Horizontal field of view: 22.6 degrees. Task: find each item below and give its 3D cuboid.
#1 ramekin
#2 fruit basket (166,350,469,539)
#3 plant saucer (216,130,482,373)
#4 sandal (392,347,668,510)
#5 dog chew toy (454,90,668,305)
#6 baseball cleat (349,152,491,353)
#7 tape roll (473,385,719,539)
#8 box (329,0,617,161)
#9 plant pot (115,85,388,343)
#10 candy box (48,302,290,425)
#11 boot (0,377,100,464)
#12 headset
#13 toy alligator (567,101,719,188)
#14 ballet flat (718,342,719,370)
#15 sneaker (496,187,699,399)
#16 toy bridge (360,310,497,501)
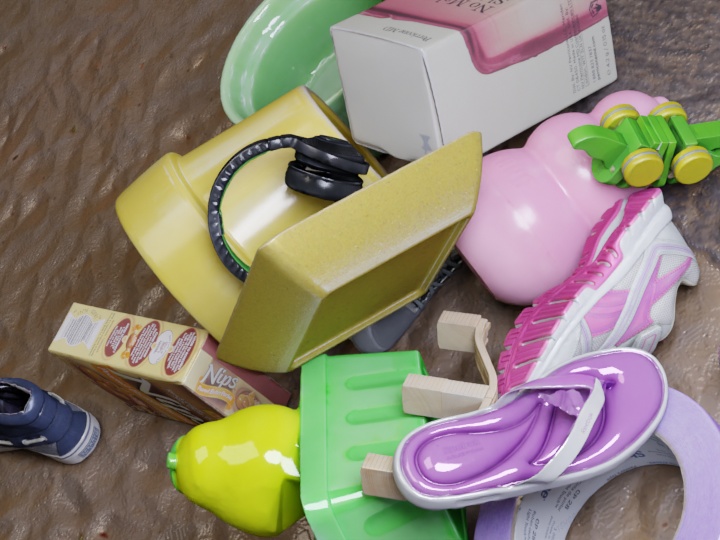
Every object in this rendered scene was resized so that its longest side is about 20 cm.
[{"bbox_3d":[-0.025,-0.186,1.685,0.199,0.098,0.201,-24,45,27],"label":"ramekin"},{"bbox_3d":[-0.032,0.159,1.341,0.214,0.156,0.216,-19,30,11],"label":"fruit basket"},{"bbox_3d":[0.000,0.000,1.337,0.199,0.200,0.049,-29,75,-25],"label":"plant saucer"},{"bbox_3d":[0.119,0.105,1.197,0.202,0.050,0.083,-23,65,-14],"label":"sandal"},{"bbox_3d":[0.164,-0.064,1.403,0.200,0.125,0.125,-38,40,1],"label":"dog chew toy"},{"bbox_3d":[0.062,-0.018,1.494,0.106,0.070,0.201,7,65,46],"label":"baseball cleat"},{"bbox_3d":[0.177,0.179,1.235,0.199,0.066,0.201,-25,45,27],"label":"tape roll"},{"bbox_3d":[0.095,-0.180,1.494,0.199,0.110,0.128,-29,31,-30],"label":"box"},{"bbox_3d":[-0.075,-0.048,1.542,0.189,0.201,0.201,-41,40,7],"label":"plant pot"},{"bbox_3d":[-0.170,0.089,1.586,0.199,0.115,0.056,10,67,46],"label":"candy box"},{"bbox_3d":[-0.339,0.130,1.730,0.199,0.090,0.073,3,62,44],"label":"boot"},{"bbox_3d":[-0.023,-0.051,1.444,0.199,0.124,0.094,-6,11,-1],"label":"headset"},{"bbox_3d":[0.240,-0.087,1.345,0.054,0.199,0.059,108,150,-45],"label":"toy alligator"},{"bbox_3d":[0.324,0.006,1.243,0.200,0.069,0.071,-40,25,13],"label":"ballet flat"},{"bbox_3d":[0.180,0.038,1.315,0.200,0.088,0.081,-49,13,-10],"label":"sneaker"},{"bbox_3d":[0.063,0.092,1.285,0.067,0.027,0.200,7,34,19],"label":"toy bridge"}]
